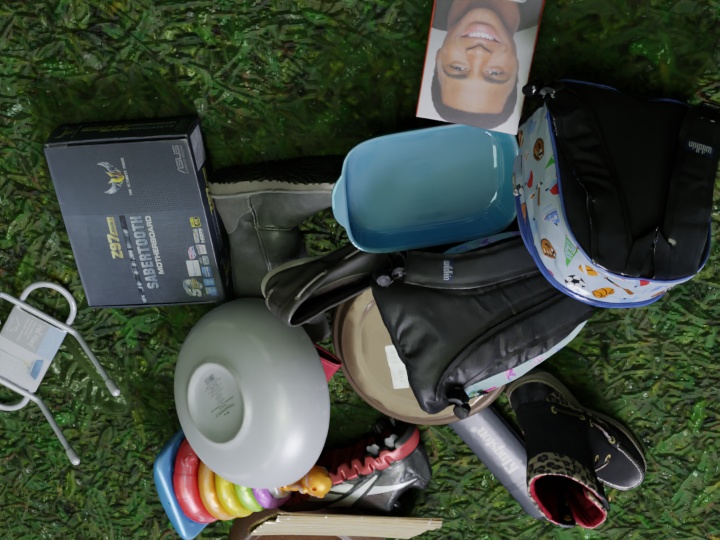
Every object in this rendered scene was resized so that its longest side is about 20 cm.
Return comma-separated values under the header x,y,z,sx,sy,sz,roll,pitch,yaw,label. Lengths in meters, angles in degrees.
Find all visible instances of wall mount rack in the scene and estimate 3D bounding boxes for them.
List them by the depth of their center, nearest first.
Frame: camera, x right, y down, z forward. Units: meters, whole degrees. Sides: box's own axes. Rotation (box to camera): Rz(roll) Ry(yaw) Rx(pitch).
x,y,z,sx,sy,sz,roll,pitch,yaw,label
-0.357,0.116,1.739,0.174,0.075,0.200,29,122,-7,wall mount rack

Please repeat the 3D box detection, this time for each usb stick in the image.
x,y,z,sx,sy,sz,roll,pitch,yaw,label
0.152,0.194,1.707,0.055,0.033,0.200,-32,109,27,usb stick

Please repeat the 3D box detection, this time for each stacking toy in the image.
x,y,z,sx,sy,sz,roll,pitch,yaw,label
-0.115,0.225,1.707,0.200,0.110,0.116,-4,116,32,stacking toy

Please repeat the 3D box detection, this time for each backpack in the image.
x,y,z,sx,sy,sz,roll,pitch,yaw,label
0.228,-0.062,1.430,0.200,0.191,0.154,6,151,-15,backpack
0.124,0.035,1.529,0.200,0.127,0.167,-24,93,-3,backpack

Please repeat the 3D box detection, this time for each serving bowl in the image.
x,y,z,sx,sy,sz,roll,pitch,yaw,label
-0.126,0.130,1.606,0.200,0.066,0.201,7,100,40,serving bowl

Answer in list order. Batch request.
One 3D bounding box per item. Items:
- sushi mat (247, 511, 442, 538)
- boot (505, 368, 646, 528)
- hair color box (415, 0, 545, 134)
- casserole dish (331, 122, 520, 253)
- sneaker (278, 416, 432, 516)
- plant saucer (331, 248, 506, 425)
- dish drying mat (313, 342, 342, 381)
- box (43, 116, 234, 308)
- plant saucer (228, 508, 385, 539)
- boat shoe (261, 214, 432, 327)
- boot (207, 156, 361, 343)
x,y,z,sx,sy,sz,roll,pitch,yaw,label
-0.018,0.284,1.736,0.200,0.012,0.096,5,160,-22,sushi mat
0.230,0.205,1.620,0.073,0.151,0.200,-35,120,23,boot
0.117,-0.233,1.443,0.101,0.061,0.200,10,123,4,hair color box
0.065,-0.086,1.519,0.200,0.039,0.121,-9,114,-11,casserole dish
-0.005,0.237,1.742,0.200,0.071,0.098,-26,111,23,sneaker
0.066,0.075,1.636,0.200,0.029,0.201,4,111,10,plant saucer
-0.089,0.128,1.688,0.077,0.018,0.200,28,141,-8,dish drying mat
-0.226,-0.058,1.623,0.157,0.051,0.200,-2,120,14,box
-0.062,0.348,1.844,0.200,0.035,0.201,5,121,8,plant saucer
0.000,0.000,1.558,0.200,0.057,0.067,-24,138,-11,boat shoe
-0.063,-0.013,1.606,0.181,0.073,0.200,-1,115,27,boot
